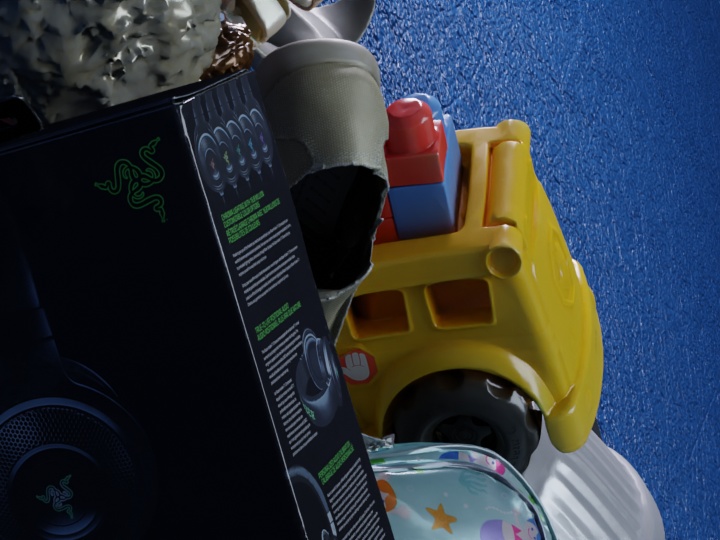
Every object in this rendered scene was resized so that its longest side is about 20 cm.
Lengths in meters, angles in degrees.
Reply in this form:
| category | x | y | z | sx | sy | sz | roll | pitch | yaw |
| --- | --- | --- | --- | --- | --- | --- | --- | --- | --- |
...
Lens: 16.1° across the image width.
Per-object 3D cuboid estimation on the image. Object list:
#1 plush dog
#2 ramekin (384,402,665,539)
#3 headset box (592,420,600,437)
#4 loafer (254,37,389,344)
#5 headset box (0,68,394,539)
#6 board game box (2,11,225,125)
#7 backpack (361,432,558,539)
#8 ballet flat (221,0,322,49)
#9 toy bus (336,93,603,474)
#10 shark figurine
| category | x | y | z | sx | sy | sz | roll | pitch | yaw |
| --- | --- | --- | --- | --- | --- | --- | --- | --- | --- |
| plush dog | -0.088 | -0.130 | 0.943 | 0.199 | 0.173 | 0.160 | 11 | 15 | -33 |
| ramekin | 0.043 | 0.136 | 1.283 | 0.105 | 0.199 | 0.201 | 53 | 26 | -32 |
| headset box | 0.076 | 0.046 | 1.607 | 0.174 | 0.092 | 0.202 | 0 | 76 | -74 |
| loafer | -0.035 | -0.004 | 1.076 | 0.069 | 0.075 | 0.201 | -105 | -158 | -46 |
| headset box | -0.102 | 0.037 | 0.904 | 0.093 | 0.173 | 0.202 | -38 | 114 | -72 |
| board game box | -0.132 | -0.102 | 1.065 | 0.199 | 0.019 | 0.104 | 26 | 47 | -39 |
| backpack | 0.008 | 0.160 | 1.089 | 0.199 | 0.150 | 0.179 | -1 | 73 | -42 |
| ballet flat | -0.054 | -0.144 | 1.217 | 0.068 | 0.200 | 0.069 | -42 | 99 | -33 |
| toy bus | 0.000 | 0.000 | 1.197 | 0.136 | 0.198 | 0.193 | -82 | 159 | -49 |
| shark figurine | -0.040 | -0.152 | 1.396 | 0.215 | 0.089 | 0.128 | 56 | -8 | 7 |
